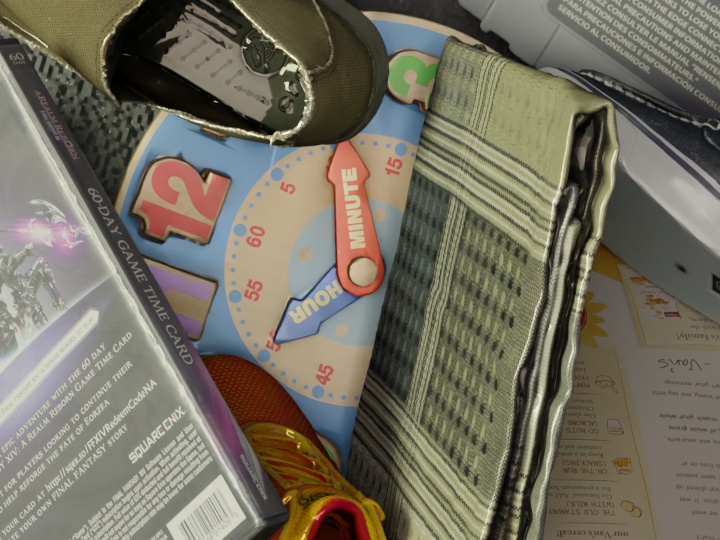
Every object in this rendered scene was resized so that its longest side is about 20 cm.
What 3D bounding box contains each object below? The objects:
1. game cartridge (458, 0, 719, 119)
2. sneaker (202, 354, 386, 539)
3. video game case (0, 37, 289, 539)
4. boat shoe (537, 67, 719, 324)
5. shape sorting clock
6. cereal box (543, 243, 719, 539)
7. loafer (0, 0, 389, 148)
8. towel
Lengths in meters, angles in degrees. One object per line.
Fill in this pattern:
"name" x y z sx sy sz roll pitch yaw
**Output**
"game cartridge" 0.148 -0.096 0.965 0.200 0.042 0.133 36 121 4
"sneaker" -0.018 0.092 0.903 0.073 0.200 0.077 5 126 -26
"video game case" -0.118 0.040 0.913 0.143 0.019 0.201 -43 69 36
"boat shoe" 0.153 -0.027 0.935 0.200 0.071 0.091 39 72 20
"shape sorting clock" 0.000 0.000 0.997 0.199 0.039 0.201 0 95 -3
"cereal box" 0.113 0.073 0.921 0.143 0.201 0.040 5 136 -12
"loafer" -0.085 -0.103 0.931 0.199 0.070 0.076 24 109 5
"towel" 0.042 0.023 0.885 0.034 0.200 0.194 10 99 -13
